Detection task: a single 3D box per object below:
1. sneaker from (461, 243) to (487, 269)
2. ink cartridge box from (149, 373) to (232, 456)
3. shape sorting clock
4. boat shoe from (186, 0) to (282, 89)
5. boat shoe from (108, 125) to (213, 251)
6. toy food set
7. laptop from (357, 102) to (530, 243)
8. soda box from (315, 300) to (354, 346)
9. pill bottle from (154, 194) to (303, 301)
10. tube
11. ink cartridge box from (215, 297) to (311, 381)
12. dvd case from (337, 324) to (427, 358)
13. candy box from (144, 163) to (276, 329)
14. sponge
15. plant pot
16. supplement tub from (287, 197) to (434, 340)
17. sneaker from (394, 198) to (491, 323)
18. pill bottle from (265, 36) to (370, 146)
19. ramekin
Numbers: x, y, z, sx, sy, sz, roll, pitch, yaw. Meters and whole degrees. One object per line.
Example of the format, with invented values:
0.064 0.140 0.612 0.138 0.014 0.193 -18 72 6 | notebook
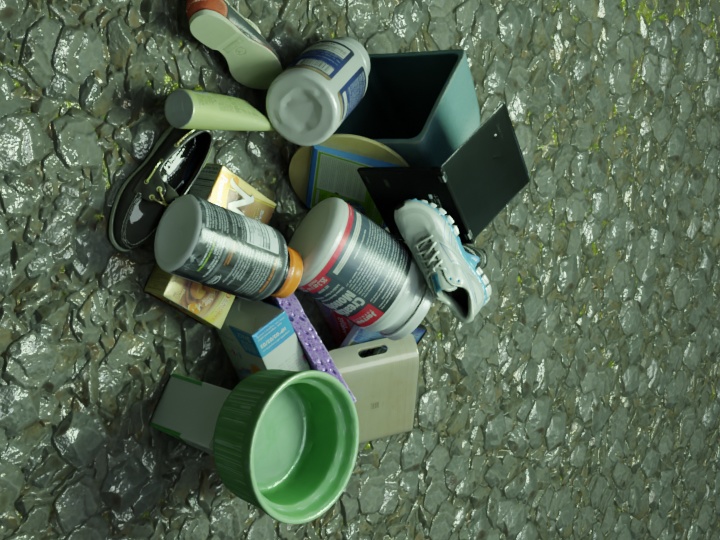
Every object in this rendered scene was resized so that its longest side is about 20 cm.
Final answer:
0.132 -0.007 1.814 0.081 0.199 0.072 -6 90 -23 | sneaker
-0.175 0.231 1.675 0.199 0.145 0.085 36 71 -43 | ink cartridge box
-0.010 -0.132 1.746 0.201 0.197 0.040 53 43 -36 | shape sorting clock
-0.173 -0.322 1.638 0.200 0.071 0.063 36 33 -51 | boat shoe
-0.267 -0.114 1.580 0.072 0.060 0.203 43 67 -39 | boat shoe
0.012 0.192 1.854 0.141 0.061 0.202 -11 130 -16 | toy food set
0.125 -0.137 1.704 0.188 0.197 0.117 59 39 -52 | laptop
-0.033 0.025 1.840 0.070 0.063 0.202 -43 124 -32 | soda box
-0.170 -0.022 1.584 0.198 0.105 0.108 22 82 -41 | pill bottle
-0.186 -0.214 1.604 0.199 0.051 0.059 -9 85 -60 | tube
-0.129 0.145 1.723 0.068 0.114 0.202 -37 121 -26 | ink cartridge box
0.005 0.155 1.863 0.142 0.018 0.201 16 114 -45 | dvd case
-0.209 -0.035 1.656 0.115 0.055 0.203 35 72 -42 | candy box
-0.076 0.114 1.721 0.030 0.112 0.202 -30 88 -13 | sponge
0.079 -0.196 1.816 0.201 0.194 0.198 59 47 -42 | plant pot
0.000 0.000 1.710 0.199 0.140 0.142 33 73 -22 | supplement tub
0.113 -0.011 1.666 0.201 0.075 0.087 51 33 -13 | sneaker
-0.053 -0.268 1.702 0.200 0.109 0.113 -57 137 -56 | pill bottle
-0.103 0.228 1.574 0.198 0.097 0.204 -7 100 -45 | ramekin
